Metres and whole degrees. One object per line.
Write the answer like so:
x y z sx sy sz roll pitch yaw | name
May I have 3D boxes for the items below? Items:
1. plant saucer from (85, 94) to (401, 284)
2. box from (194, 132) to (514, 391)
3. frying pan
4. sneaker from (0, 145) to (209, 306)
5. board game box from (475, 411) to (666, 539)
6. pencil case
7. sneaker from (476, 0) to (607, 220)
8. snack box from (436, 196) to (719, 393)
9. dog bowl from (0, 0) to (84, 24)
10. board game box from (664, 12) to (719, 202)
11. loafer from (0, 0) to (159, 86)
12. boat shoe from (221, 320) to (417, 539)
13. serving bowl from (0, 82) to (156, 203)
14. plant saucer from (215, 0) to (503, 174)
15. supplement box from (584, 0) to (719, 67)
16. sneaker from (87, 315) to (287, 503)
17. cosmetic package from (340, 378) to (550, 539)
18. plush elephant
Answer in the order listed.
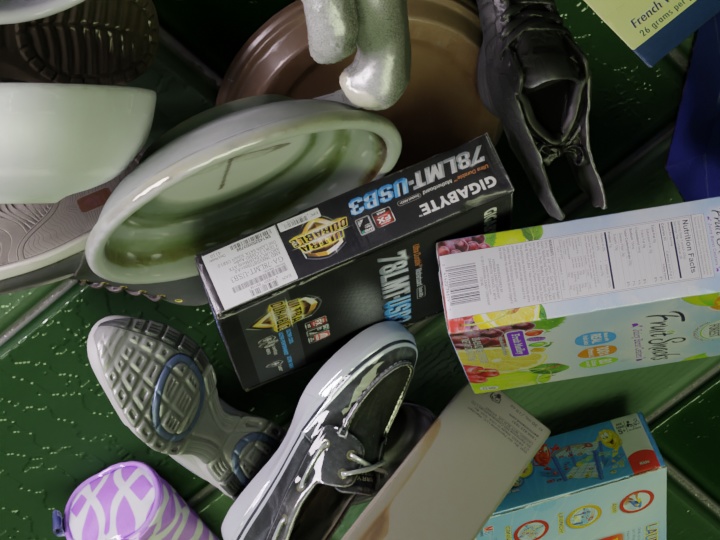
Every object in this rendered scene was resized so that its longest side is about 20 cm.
-0.075 -0.058 1.378 0.200 0.050 0.200 -21 163 -7 | plant saucer
0.000 0.000 1.492 0.198 0.050 0.200 -21 164 -5 | box
-0.009 0.110 1.639 0.115 0.031 0.190 -29 143 2 | frying pan
-0.164 -0.006 1.479 0.200 0.075 0.106 -20 133 -3 | sneaker
0.132 0.211 1.762 0.196 0.056 0.200 -15 139 -7 | board game box
-0.136 0.220 1.674 0.084 0.086 0.200 -28 133 9 | pencil case
0.106 -0.139 1.410 0.060 0.104 0.200 -14 117 -13 | sneaker
0.157 0.017 1.480 0.200 0.068 0.169 -11 163 6 | snack box
-0.196 -0.236 1.221 0.200 0.079 0.200 -12 120 -22 | dog bowl
0.324 -0.108 1.542 0.200 0.097 0.160 -4 130 -16 | board game box
-0.211 -0.143 1.353 0.200 0.067 0.076 -1 102 -36 | loafer
-0.014 0.129 1.553 0.072 0.071 0.200 14 114 -50 | boat shoe
-0.216 -0.071 1.324 0.200 0.200 0.066 -2 93 -17 | serving bowl
0.005 -0.099 1.490 0.200 0.029 0.200 -9 131 -10 | plant saucer
0.124 -0.260 1.275 0.134 0.200 0.200 -40 129 14 | supplement box
-0.129 0.093 1.563 0.075 0.087 0.200 -56 136 -17 | sneaker
0.040 0.172 1.571 0.071 0.200 0.105 38 134 5 | cosmetic package
-0.048 -0.202 1.302 0.155 0.165 0.200 5 154 12 | plush elephant
